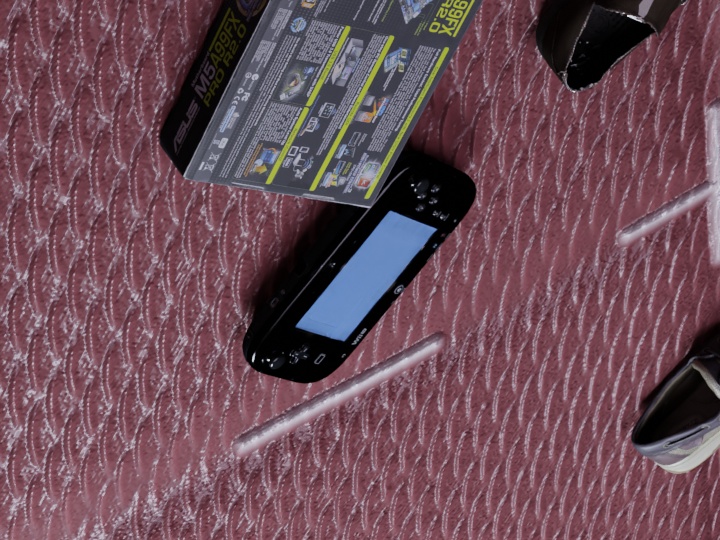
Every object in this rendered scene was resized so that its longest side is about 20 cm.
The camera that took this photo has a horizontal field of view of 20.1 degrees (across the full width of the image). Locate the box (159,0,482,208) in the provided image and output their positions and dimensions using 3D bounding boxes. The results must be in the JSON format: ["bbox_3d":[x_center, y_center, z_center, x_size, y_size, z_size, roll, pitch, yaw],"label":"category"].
[{"bbox_3d":[-0.019,-0.141,1.304,0.159,0.044,0.201,6,123,-39],"label":"box"}]

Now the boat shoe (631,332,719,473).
[{"bbox_3d":[0.310,0.093,1.732,0.200,0.072,0.065,-48,143,20],"label":"boat shoe"}]

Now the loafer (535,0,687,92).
[{"bbox_3d":[0.194,-0.190,1.350,0.073,0.072,0.200,20,130,-22],"label":"loafer"}]

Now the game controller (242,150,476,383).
[{"bbox_3d":[0.000,0.000,1.448,0.104,0.042,0.200,24,112,-45],"label":"game controller"}]
